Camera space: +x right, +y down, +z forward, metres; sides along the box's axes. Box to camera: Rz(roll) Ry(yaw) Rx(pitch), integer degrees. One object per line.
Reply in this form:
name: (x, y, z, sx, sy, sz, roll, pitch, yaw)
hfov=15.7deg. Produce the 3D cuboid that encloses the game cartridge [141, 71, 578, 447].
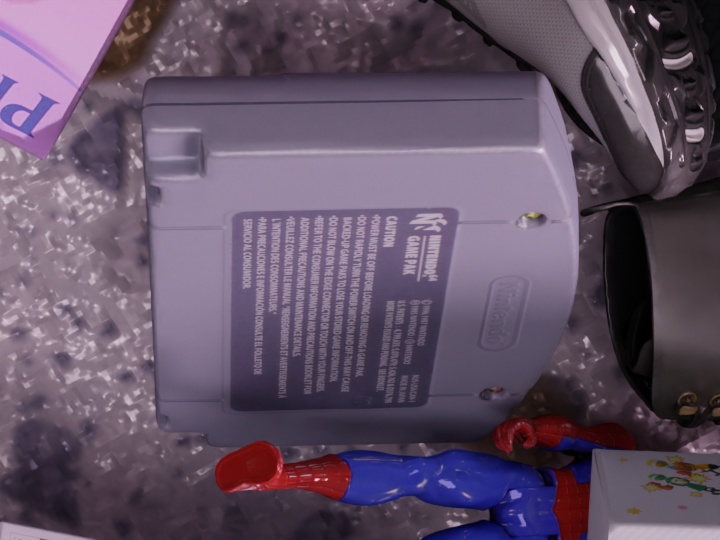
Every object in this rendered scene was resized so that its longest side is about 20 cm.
game cartridge: (0.000, 0.000, 0.813, 0.133, 0.041, 0.200, 3, 152, -2)

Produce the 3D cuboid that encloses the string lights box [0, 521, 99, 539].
string lights box: (-0.038, 0.153, 0.855, 0.199, 0.059, 0.103, 13, 73, -21)

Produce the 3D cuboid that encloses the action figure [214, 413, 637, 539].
action figure: (0.048, 0.081, 0.864, 0.200, 0.052, 0.066, -1, 81, -38)

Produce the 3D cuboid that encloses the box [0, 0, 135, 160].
box: (-0.123, -0.168, 0.768, 0.176, 0.097, 0.200, 28, 107, -13)

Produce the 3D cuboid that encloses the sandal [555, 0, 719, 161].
sandal: (0.150, -0.076, 0.807, 0.200, 0.076, 0.048, -16, 152, 35)

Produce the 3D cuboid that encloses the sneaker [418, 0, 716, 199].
sneaker: (0.038, -0.103, 0.800, 0.079, 0.074, 0.200, -39, 81, 23)

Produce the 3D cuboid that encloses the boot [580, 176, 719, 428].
boot: (0.150, 0.055, 0.839, 0.138, 0.077, 0.201, -14, 90, -18)

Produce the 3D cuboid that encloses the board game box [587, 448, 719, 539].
board game box: (0.167, 0.135, 0.803, 0.199, 0.064, 0.148, 2, 109, 0)
